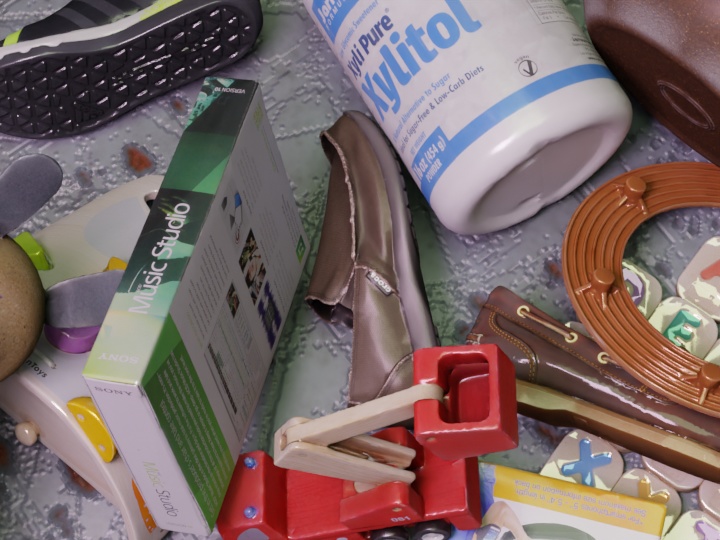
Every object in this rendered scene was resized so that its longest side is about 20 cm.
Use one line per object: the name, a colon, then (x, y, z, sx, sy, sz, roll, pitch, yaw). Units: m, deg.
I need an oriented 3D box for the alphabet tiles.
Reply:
alphabet tiles: (0.202, 0.083, 1.086, 0.200, 0.015, 0.196, 35, 75, 14)

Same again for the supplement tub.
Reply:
supplement tub: (0.057, -0.134, 1.107, 0.132, 0.132, 0.200, -30, 72, -8)

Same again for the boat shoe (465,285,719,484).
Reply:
boat shoe: (0.154, 0.067, 1.049, 0.200, 0.070, 0.070, 21, 79, 10)

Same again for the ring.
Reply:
ring: (0.213, 0.005, 1.066, 0.200, 0.019, 0.201, 7, 47, -7)

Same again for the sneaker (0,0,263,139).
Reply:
sneaker: (-0.155, -0.146, 1.164, 0.200, 0.072, 0.083, -17, 47, -5)

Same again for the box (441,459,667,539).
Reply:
box: (0.090, 0.213, 1.027, 0.119, 0.041, 0.200, 12, 71, 9)

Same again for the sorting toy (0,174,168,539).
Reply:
sorting toy: (-0.139, 0.026, 1.090, 0.200, 0.107, 0.180, 38, 57, 14)

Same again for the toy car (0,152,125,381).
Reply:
toy car: (-0.212, 0.032, 0.942, 0.200, 0.164, 0.158, -30, 32, 4)

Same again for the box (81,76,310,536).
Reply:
box: (-0.081, 0.018, 0.991, 0.036, 0.144, 0.200, 5, 53, 16)

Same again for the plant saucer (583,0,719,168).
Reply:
plant saucer: (0.194, -0.105, 1.058, 0.200, 0.200, 0.037, 40, 87, 14)

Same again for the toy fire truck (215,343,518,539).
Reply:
toy fire truck: (0.000, 0.103, 0.994, 0.200, 0.141, 0.049, -12, 59, 19)

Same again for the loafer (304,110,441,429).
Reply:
loafer: (0.000, 0.000, 1.091, 0.071, 0.073, 0.200, -12, 70, -2)
